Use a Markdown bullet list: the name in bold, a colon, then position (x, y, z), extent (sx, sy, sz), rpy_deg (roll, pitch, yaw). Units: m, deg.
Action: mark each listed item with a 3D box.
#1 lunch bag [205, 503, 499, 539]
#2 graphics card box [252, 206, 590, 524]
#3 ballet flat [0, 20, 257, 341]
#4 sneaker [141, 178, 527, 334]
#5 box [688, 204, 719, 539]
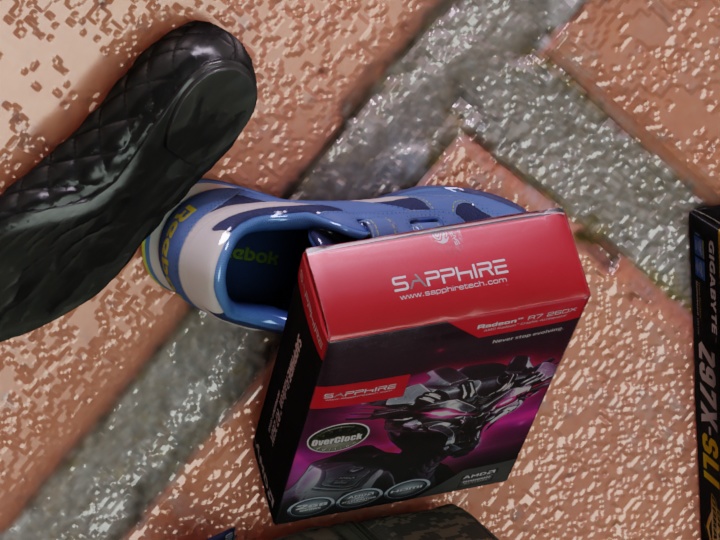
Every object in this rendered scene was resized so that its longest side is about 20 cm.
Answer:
- **lunch bag**: position (-0.006, 0.221, 1.398), extent (0.167, 0.139, 0.201), rpy_deg (-11, 112, -20)
- **graphics card box**: position (0.024, 0.048, 1.347), extent (0.125, 0.200, 0.051), rpy_deg (-10, 64, -16)
- **ballet flat**: position (-0.127, -0.036, 1.353), extent (0.200, 0.057, 0.066), rpy_deg (-40, 123, 3)
- **sneaker**: position (0.000, 0.000, 1.376), extent (0.199, 0.082, 0.074), rpy_deg (0, 102, -18)
- **box**: position (0.252, 0.057, 1.486), extent (0.159, 0.049, 0.201), rpy_deg (-7, 106, -13)
